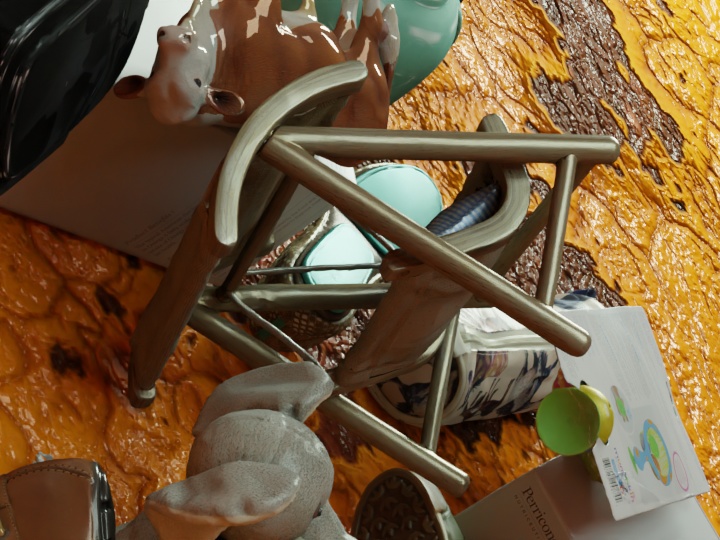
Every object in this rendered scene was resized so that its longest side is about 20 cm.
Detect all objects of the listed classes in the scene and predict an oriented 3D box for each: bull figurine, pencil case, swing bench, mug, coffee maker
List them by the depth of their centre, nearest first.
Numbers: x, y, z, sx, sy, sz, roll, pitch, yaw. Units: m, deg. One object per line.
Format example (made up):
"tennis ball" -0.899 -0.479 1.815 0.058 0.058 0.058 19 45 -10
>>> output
"coffee maker" -0.228 -0.125 1.270 0.199 0.135 0.192 33 71 14
"swing bench" 0.000 0.000 1.363 0.199 0.199 0.130 17 61 -11
"bull figurine" -0.048 -0.118 1.378 0.200 0.065 0.122 20 80 -55
"pencil case" 0.084 0.051 1.619 0.199 0.089 0.078 -1 62 -53
"mug" -0.006 -0.182 1.690 0.152 0.114 0.185 52 31 -6

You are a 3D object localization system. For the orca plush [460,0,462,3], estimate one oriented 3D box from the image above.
"orca plush" 0.059 -0.241 1.878 0.105 0.071 0.200 48 32 -12

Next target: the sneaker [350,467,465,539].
"sneaker" 0.052 0.211 1.455 0.090 0.067 0.201 29 40 -48

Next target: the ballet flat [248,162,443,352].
"ballet flat" -0.014 -0.008 1.562 0.071 0.065 0.200 54 30 -1

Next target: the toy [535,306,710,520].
"toy" 0.134 0.081 1.476 0.116 0.047 0.200 71 17 7

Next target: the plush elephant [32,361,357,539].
"plush elephant" -0.055 0.132 1.284 0.200 0.155 0.165 47 32 -14

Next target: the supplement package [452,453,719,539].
"supplement package" 0.144 0.206 1.534 0.156 0.111 0.201 -17 75 -58

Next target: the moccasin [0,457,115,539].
"moccasin" -0.140 0.176 1.163 0.074 0.077 0.202 86 -5 -63

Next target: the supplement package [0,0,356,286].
"supplement package" -0.117 -0.090 1.448 0.199 0.117 0.118 22 45 -44
